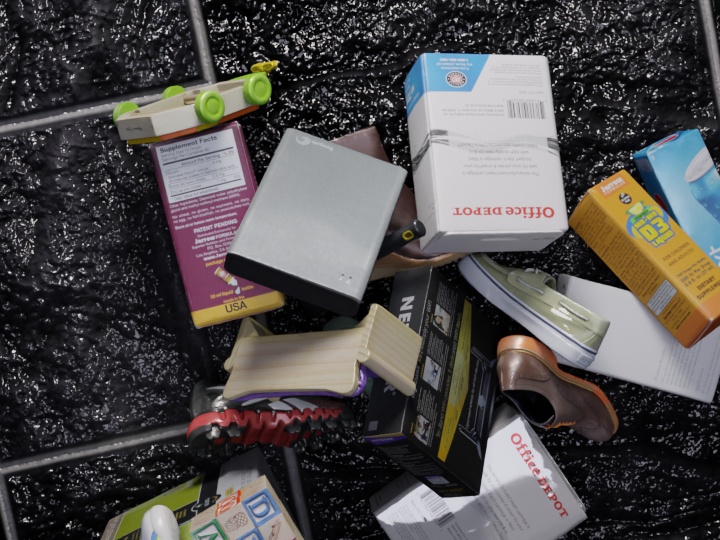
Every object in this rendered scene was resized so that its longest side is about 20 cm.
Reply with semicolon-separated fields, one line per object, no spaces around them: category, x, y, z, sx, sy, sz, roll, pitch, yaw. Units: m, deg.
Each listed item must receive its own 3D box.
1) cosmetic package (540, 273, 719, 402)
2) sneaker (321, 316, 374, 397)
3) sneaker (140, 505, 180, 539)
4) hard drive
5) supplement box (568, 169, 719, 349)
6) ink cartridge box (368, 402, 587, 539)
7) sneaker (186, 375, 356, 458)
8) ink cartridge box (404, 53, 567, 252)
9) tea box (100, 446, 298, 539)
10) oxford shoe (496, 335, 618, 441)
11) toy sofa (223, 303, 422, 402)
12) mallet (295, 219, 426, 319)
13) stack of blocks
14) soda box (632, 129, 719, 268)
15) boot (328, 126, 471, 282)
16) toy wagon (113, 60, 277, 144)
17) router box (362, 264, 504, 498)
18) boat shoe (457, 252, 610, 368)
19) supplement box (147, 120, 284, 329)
cosmetic package;0.313;0.076;1.450;0.199;0.074;0.102;16;92;-3
sneaker;0.041;0.130;1.408;0.200;0.118;0.074;37;89;-7
sneaker;-0.220;0.329;1.222;0.104;0.076;0.201;-4;94;-3
hard drive;-0.042;-0.054;1.297;0.139;0.201;0.033;20;137;1
supplement box;0.325;-0.014;1.403;0.066;0.069;0.200;-30;67;-30
ink cartridge box;0.131;0.269;1.439;0.199;0.086;0.147;-34;96;-3
sneaker;-0.101;0.151;1.417;0.199;0.071;0.098;0;53;-24
ink cartridge box;0.133;-0.126;1.372;0.145;0.086;0.201;-1;77;-14
tea box;-0.170;0.307;1.362;0.196;0.200;0.134;-25;95;-1
oxford shoe;0.216;0.152;1.418;0.200;0.071;0.073;36;51;-30
toy sofa;-0.042;0.101;1.299;0.083;0.199;0.098;38;56;-40
mallet;0.000;0.000;1.370;0.199;0.041;0.066;-19;106;39
stack of blocks;-0.091;0.318;1.238;0.115;0.059;0.201;-30;96;-4
soda box;0.389;-0.057;1.451;0.068;0.064;0.201;-26;96;-2
boot;0.039;-0.080;1.416;0.199;0.072;0.167;-15;98;1
toy wagon;-0.163;-0.181;1.358;0.200;0.155;0.040;-28;110;-41
router box;0.082;0.120;1.358;0.157;0.052;0.201;43;49;-40
boat shoe;0.193;0.031;1.401;0.200;0.072;0.062;39;98;32
supplement box;-0.153;-0.050;1.375;0.103;0.131;0.201;-14;94;-2
